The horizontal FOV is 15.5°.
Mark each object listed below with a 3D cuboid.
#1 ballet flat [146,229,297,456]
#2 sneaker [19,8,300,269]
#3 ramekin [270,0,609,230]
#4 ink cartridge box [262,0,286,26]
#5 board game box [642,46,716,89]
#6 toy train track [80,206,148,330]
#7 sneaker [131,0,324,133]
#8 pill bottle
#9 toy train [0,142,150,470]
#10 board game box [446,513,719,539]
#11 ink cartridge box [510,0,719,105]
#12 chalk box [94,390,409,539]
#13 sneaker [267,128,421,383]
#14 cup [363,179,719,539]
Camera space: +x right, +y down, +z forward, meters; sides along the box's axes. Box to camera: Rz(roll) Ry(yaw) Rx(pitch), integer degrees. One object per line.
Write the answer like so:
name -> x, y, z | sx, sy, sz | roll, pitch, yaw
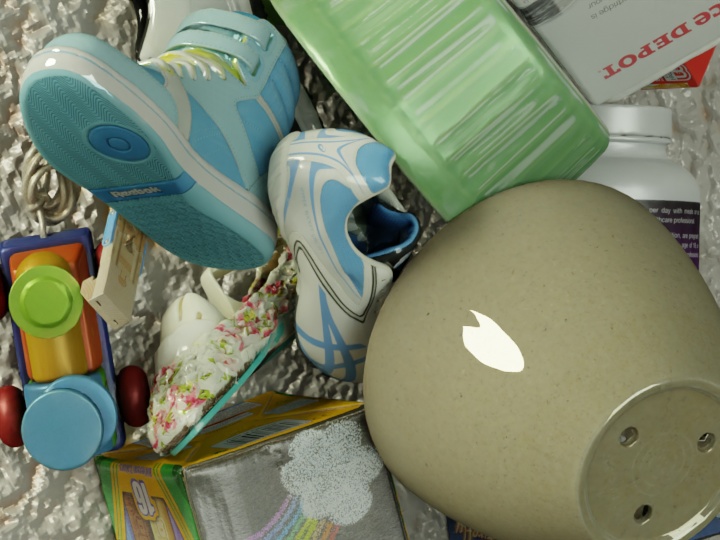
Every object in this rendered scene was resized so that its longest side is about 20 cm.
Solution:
ballet flat -> -0.072, 0.031, 1.458 | 0.064, 0.076, 0.200 | 46, 40, 0
sneaker -> -0.099, -0.097, 1.356 | 0.200, 0.079, 0.131 | 47, 49, -53
ramekin -> 0.048, -0.109, 1.453 | 0.098, 0.200, 0.200 | -39, 109, 5
ink cartridge box -> 0.022, -0.239, 1.520 | 0.147, 0.076, 0.201 | 2, 88, -27
board game box -> 0.164, -0.228, 1.560 | 0.200, 0.046, 0.152 | 49, 54, -39
toy train track -> -0.130, -0.037, 1.411 | 0.115, 0.032, 0.200 | 50, 25, -29
sneaker -> -0.081, -0.106, 1.470 | 0.080, 0.074, 0.200 | -25, 88, -19
pill bottle -> 0.143, 0.005, 1.555 | 0.112, 0.112, 0.201 | 2, 90, -27
toy train -> -0.165, 0.005, 1.391 | 0.084, 0.116, 0.201 | -9, 95, -3
board game box -> 0.169, 0.134, 1.565 | 0.200, 0.135, 0.035 | -12, 97, -26
ink cartridge box -> 0.132, -0.202, 1.392 | 0.145, 0.084, 0.200 | -29, 134, 14
chalk box -> -0.047, 0.181, 1.462 | 0.124, 0.124, 0.201 | -18, 99, -27
sneaker -> 0.000, 0.000, 1.412 | 0.200, 0.072, 0.072 | 75, 30, -54
cup -> 0.122, 0.071, 1.379 | 0.200, 0.143, 0.201 | -12, 119, -23
